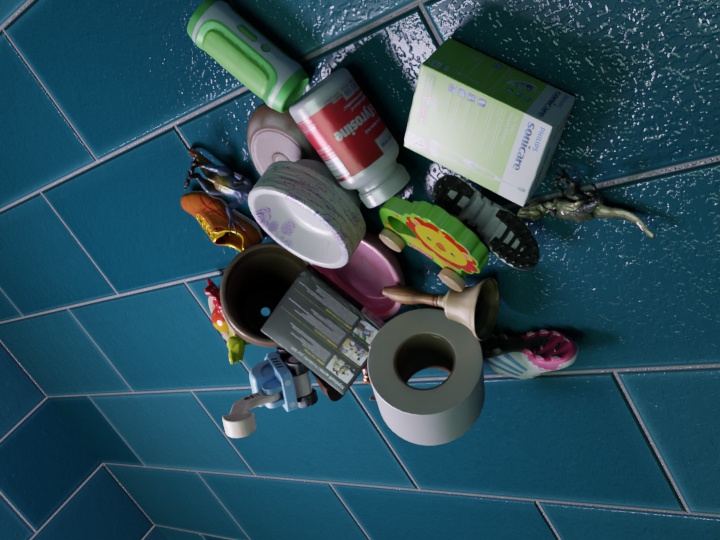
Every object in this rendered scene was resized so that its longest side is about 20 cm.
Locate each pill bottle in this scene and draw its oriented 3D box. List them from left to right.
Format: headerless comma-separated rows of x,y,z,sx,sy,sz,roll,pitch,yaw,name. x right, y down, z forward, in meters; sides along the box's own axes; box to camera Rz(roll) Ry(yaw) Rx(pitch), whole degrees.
-0.012,-0.202,1.320,0.112,0.112,0.201,-18,114,49,pill bottle

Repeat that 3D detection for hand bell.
0.126,0.048,1.442,0.198,0.104,0.105,10,133,31,hand bell

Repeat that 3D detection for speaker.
-0.179,-0.344,1.355,0.200,0.089,0.089,40,143,2,speaker

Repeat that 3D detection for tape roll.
0.119,0.188,1.492,0.201,0.204,0.140,23,155,23,tape roll

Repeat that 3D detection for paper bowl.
-0.081,-0.104,1.417,0.199,0.105,0.201,26,155,13,paper bowl

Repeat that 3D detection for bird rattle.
-0.305,0.107,1.908,0.163,0.112,0.201,4,128,61,bird rattle

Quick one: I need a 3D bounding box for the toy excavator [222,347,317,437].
-0.181,0.236,1.623,0.194,0.198,0.101,-140,36,-60,toy excavator

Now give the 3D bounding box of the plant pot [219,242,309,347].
-0.186,0.063,1.702,0.200,0.201,0.175,41,162,1,plant pot

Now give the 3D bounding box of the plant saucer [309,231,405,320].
0.000,0.000,1.556,0.199,0.051,0.202,21,137,21,plant saucer

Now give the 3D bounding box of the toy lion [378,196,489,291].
0.112,-0.055,1.321,0.199,0.069,0.192,34,168,21,toy lion

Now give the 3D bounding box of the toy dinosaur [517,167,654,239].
0.312,-0.094,1.191,0.198,0.048,0.088,13,151,35,toy dinosaur

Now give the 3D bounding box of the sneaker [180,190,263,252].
-0.289,-0.098,1.705,0.199,0.077,0.073,29,143,19,sneaker

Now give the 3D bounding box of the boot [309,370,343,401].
-0.110,0.153,1.749,0.200,0.064,0.188,46,153,46,boot

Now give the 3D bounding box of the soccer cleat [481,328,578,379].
0.294,0.147,1.437,0.199,0.070,0.087,-1,136,49,soccer cleat

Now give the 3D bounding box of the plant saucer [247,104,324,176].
-0.129,-0.197,1.495,0.199,0.037,0.202,25,141,23,plant saucer

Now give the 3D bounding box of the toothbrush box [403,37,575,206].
0.173,-0.205,1.173,0.199,0.086,0.146,30,141,17,toothbrush box

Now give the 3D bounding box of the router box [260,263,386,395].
-0.063,0.108,1.562,0.199,0.051,0.150,38,101,2,router box

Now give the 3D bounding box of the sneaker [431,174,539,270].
0.191,-0.076,1.297,0.199,0.067,0.091,38,-176,-4,sneaker

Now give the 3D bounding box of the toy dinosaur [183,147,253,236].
-0.234,-0.171,1.604,0.180,0.201,0.105,12,134,-19,toy dinosaur

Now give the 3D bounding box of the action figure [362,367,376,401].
-0.007,0.137,1.698,0.200,0.104,0.195,50,146,38,action figure
